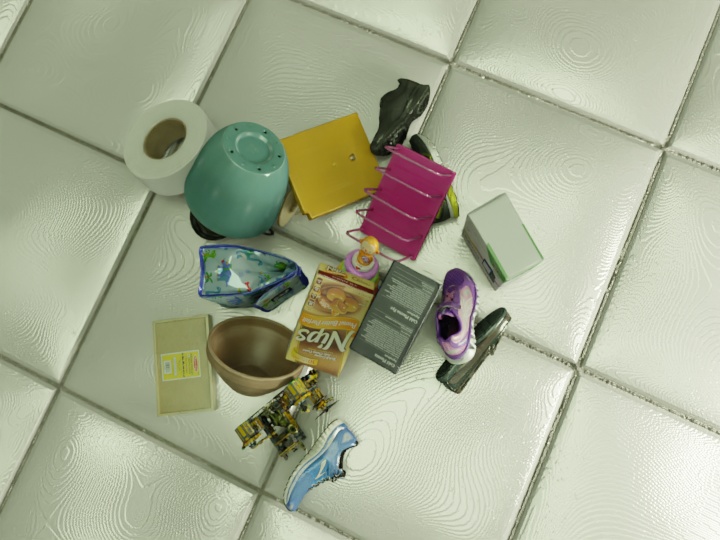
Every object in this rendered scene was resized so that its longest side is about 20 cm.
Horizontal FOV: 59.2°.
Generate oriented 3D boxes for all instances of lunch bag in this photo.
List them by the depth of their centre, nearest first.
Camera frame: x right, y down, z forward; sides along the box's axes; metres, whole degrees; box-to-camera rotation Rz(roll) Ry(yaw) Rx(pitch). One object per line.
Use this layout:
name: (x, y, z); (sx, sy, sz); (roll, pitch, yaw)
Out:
lunch bag: (-0.210, 0.017, 1.288); (0.197, 0.170, 0.130); (-4, 81, 2)

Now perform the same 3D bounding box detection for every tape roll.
tape roll: (-0.405, -0.265, 1.365); (0.199, 0.071, 0.205); (-7, 65, 14)

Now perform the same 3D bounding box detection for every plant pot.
plant pot: (-0.231, -0.190, 1.242); (0.198, 0.161, 0.203); (14, 55, -20)
plant pot: (-0.214, 0.187, 1.278); (0.198, 0.201, 0.094); (21, 118, 7)

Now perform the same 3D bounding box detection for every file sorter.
file sorter: (0.077, -0.134, 1.272); (0.138, 0.125, 0.202); (29, 107, 15)

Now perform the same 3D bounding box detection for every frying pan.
frying pan: (-0.279, -0.123, 1.383); (0.187, 0.031, 0.117); (-4, 79, 3)

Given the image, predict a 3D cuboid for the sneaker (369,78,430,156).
sneaker: (0.071, -0.332, 1.372); (0.090, 0.076, 0.201); (29, 70, 17)

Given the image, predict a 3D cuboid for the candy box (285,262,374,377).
candy box: (-0.060, 0.097, 1.222); (0.114, 0.055, 0.202); (20, 115, -6)

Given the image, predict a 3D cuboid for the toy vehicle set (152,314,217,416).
toy vehicle set: (-0.373, 0.201, 1.345); (0.122, 0.027, 0.203); (-6, 81, 3)

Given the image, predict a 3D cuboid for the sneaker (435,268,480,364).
sneaker: (0.186, 0.079, 1.265); (0.080, 0.088, 0.203); (-15, 55, 34)

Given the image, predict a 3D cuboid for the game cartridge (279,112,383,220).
game cartridge: (-0.062, -0.219, 1.335); (0.198, 0.032, 0.178); (-23, 92, -19)

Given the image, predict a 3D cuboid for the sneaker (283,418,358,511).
sneaker: (-0.078, 0.401, 1.267); (0.089, 0.079, 0.201); (37, 86, 11)

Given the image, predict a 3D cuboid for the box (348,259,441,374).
box: (0.072, 0.088, 1.232); (0.103, 0.200, 0.184); (27, 90, 7)

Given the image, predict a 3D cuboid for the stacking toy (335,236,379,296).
stacking toy: (0.000, 0.000, 1.249); (0.116, 0.201, 0.110); (36, 55, 9)

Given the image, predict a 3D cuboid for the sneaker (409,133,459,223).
sneaker: (0.140, -0.193, 1.341); (0.084, 0.074, 0.202); (-23, 80, 1)

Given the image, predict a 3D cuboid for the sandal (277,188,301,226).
sandal: (-0.096, -0.174, 1.355); (0.069, 0.078, 0.213); (28, 80, 14)

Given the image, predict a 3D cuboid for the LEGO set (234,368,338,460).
LEGO set: (-0.136, 0.302, 1.252); (0.199, 0.154, 0.116); (-39, 81, 1)

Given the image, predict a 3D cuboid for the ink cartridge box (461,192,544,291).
ink cartridge box: (0.273, -0.049, 1.247); (0.087, 0.200, 0.147); (-29, 81, 3)

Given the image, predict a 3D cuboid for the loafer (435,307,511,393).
loafer: (0.240, 0.164, 1.292); (0.063, 0.072, 0.200); (43, 94, -11)
